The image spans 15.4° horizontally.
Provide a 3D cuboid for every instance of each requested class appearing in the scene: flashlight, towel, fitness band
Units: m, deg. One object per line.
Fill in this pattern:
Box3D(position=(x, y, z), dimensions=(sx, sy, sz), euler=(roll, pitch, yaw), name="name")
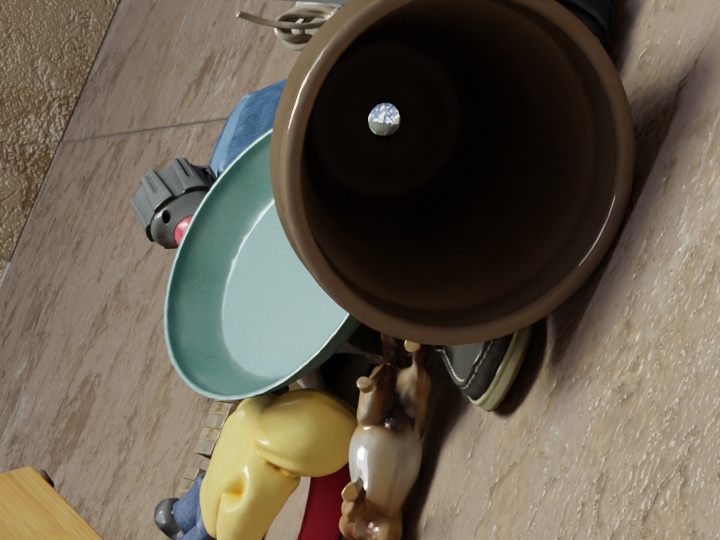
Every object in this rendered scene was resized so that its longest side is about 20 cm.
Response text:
Box3D(position=(-0.101, 0.004, 1.799), dimensions=(0.068, 0.068, 0.200), euler=(-54, 44, 18), name="flashlight")
Box3D(position=(-0.019, -0.108, 1.865), dimensions=(0.200, 0.049, 0.112), euler=(-17, 35, 33), name="towel")
Box3D(position=(-0.053, 0.165, 1.785), dimensions=(0.144, 0.037, 0.200), euler=(-65, 15, -7), name="fitness band")

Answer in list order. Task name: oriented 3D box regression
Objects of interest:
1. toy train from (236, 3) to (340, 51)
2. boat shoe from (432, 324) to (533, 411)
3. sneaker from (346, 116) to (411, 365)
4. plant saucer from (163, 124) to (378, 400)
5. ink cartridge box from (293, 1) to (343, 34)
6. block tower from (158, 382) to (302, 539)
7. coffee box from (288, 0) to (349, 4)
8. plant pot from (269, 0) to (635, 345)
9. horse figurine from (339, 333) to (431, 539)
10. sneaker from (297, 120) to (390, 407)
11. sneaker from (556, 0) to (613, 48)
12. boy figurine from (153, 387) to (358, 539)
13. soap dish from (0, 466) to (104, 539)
Box3D(position=(0.018, -0.157, 1.706), dimensions=(0.116, 0.199, 0.085), euler=(-119, 38, -82), name="toy train")
Box3D(position=(0.055, 0.014, 1.562), dimensions=(0.072, 0.066, 0.201), euler=(-59, 16, 24), name="boat shoe")
Box3D(position=(0.033, -0.025, 1.717), dimensions=(0.089, 0.077, 0.200), euler=(106, -173, -69), name="sneaker")
Box3D(position=(-0.043, -0.005, 1.672), dimensions=(0.200, 0.036, 0.200), euler=(-27, 48, 34), name="plant saucer")
Box3D(position=(0.031, -0.261, 2.040), dimensions=(0.200, 0.084, 0.146), euler=(-40, 30, 60), name="ink cartridge box")
Box3D(position=(-0.095, 0.151, 1.913), dimensions=(0.200, 0.058, 0.054), euler=(-67, 14, -8), name="block tower")
Box3D(position=(0.008, -0.318, 1.832), dimensions=(0.200, 0.199, 0.198), euler=(69, -149, -54), name="coffee box")
Box3D(position=(0.035, -0.072, 1.493), dimensions=(0.201, 0.200, 0.175), euler=(-65, 17, 4), name="plant pot")
Box3D(position=(0.011, 0.106, 1.569), dimensions=(0.133, 0.050, 0.201), euler=(75, -157, -79), name="horse figurine")
Box3D(position=(0.000, 0.000, 1.765), dimensions=(0.100, 0.075, 0.200), euler=(-126, 43, -55), name="sneaker")
Box3D(position=(0.057, -0.176, 1.598), dimensions=(0.077, 0.202, 0.147), euler=(101, 179, -57), name="sneaker")
Box3D(position=(-0.066, 0.128, 1.701), dimensions=(0.200, 0.064, 0.125), euler=(-46, 26, 39), name="boy figurine")
Box3D(position=(-0.187, 0.232, 1.815), dimensions=(0.081, 0.158, 0.200), euler=(-39, 43, -12), name="soap dish")
